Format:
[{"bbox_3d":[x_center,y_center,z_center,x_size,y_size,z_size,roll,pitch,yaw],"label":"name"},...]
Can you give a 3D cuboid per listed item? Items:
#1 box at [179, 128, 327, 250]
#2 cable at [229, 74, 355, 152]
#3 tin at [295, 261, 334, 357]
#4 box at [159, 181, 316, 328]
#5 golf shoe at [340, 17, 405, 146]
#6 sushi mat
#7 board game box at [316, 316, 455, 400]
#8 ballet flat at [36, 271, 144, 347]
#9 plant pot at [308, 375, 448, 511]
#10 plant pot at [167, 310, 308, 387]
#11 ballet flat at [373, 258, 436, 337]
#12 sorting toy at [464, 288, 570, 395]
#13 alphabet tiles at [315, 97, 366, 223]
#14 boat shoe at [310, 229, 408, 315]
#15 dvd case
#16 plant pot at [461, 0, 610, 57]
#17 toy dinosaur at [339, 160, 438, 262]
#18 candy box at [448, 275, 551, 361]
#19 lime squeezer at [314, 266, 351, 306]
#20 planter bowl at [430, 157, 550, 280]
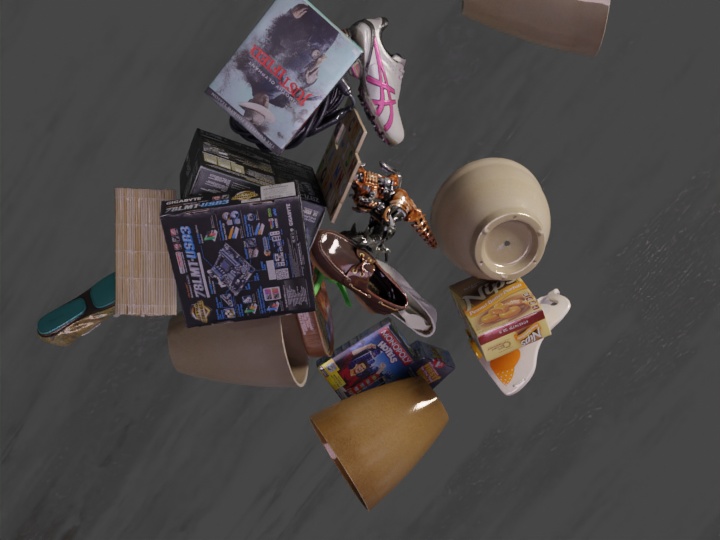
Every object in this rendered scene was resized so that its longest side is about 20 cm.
[{"bbox_3d":[-0.165,-0.119,1.540,0.199,0.164,0.087,17,112,-20],"label":"box"},{"bbox_3d":[-0.117,-0.268,1.520,0.199,0.051,0.164,-24,109,15],"label":"cable"},{"bbox_3d":[-0.081,0.051,1.673,0.041,0.112,0.201,-9,118,6],"label":"tin"},{"bbox_3d":[-0.172,-0.019,1.472,0.197,0.050,0.201,-8,123,0],"label":"box"},{"bbox_3d":[0.035,-0.283,1.548,0.091,0.073,0.201,-24,119,0],"label":"golf shoe"},{"bbox_3d":[-0.335,-0.028,1.595,0.095,0.012,0.202,0,93,-13],"label":"sushi mat"},{"bbox_3d":[0.054,0.172,1.792,0.199,0.062,0.201,-32,118,5],"label":"board game box"},{"bbox_3d":[-0.423,0.062,1.642,0.199,0.071,0.071,-30,119,2],"label":"ballet flat"},{"bbox_3d":[0.044,0.271,1.719,0.199,0.186,0.187,-32,119,-9],"label":"plant pot"},{"bbox_3d":[-0.201,0.105,1.648,0.198,0.188,0.189,-8,119,9],"label":"plant pot"},{"bbox_3d":[0.059,0.047,1.727,0.200,0.070,0.069,37,105,-25],"label":"ballet flat"},{"bbox_3d":[0.280,0.101,1.753,0.180,0.200,0.107,-39,95,6],"label":"sorting toy"},{"bbox_3d":[-0.035,-0.154,1.527,0.007,0.200,0.168,18,112,-17],"label":"alphabet tiles"},{"bbox_3d":[0.000,0.000,1.612,0.200,0.070,0.071,40,64,-33],"label":"boat shoe"},{"bbox_3d":[-0.112,-0.288,1.482,0.146,0.022,0.200,41,108,-7],"label":"dvd case"},{"bbox_3d":[0.249,-0.413,1.481,0.198,0.188,0.189,5,117,2],"label":"plant pot"},{"bbox_3d":[0.039,-0.093,1.637,0.199,0.102,0.136,32,87,4],"label":"toy dinosaur"},{"bbox_3d":[0.227,0.065,1.692,0.115,0.200,0.056,-22,115,0],"label":"candy box"},{"bbox_3d":[-0.045,0.018,1.659,0.037,0.200,0.071,-19,80,14],"label":"lime squeezer"},{"bbox_3d":[0.225,-0.065,1.665,0.198,0.135,0.202,-5,118,-9],"label":"planter bowl"}]
